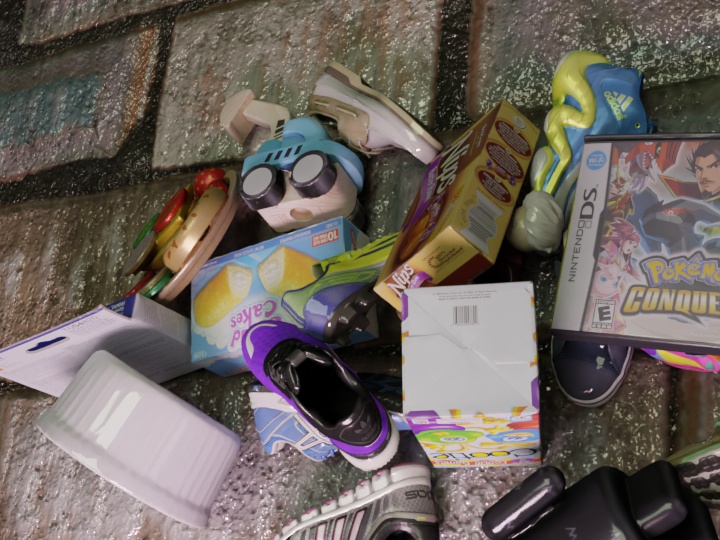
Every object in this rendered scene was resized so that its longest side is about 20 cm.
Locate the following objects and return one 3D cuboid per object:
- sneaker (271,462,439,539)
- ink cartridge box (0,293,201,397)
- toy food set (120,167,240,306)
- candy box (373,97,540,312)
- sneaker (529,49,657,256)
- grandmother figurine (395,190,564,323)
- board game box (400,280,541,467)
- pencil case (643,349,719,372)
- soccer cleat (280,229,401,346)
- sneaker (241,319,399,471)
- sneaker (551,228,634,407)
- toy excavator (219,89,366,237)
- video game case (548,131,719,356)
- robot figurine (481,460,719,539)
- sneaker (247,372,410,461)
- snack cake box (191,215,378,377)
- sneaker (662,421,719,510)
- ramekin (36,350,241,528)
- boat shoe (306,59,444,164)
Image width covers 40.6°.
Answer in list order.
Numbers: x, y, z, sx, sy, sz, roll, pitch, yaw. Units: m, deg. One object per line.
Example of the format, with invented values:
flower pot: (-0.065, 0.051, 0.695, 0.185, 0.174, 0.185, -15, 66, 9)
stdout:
sneaker: (-0.008, 0.261, 0.899, 0.199, 0.074, 0.088, -33, 52, 9)
ink cartridge box: (-0.287, 0.084, 1.055, 0.197, 0.200, 0.041, -20, 62, 21)
toy food set: (-0.206, -0.035, 1.094, 0.198, 0.048, 0.201, -44, 23, 23)
candy box: (0.093, -0.059, 0.899, 0.117, 0.056, 0.201, -40, 18, 45)
sneaker: (0.220, -0.108, 0.915, 0.104, 0.076, 0.203, 9, 86, 20)
grandmother figurine: (0.113, 0.005, 0.900, 0.200, 0.060, 0.122, -47, 45, 31)
board game box: (0.098, 0.095, 0.815, 0.103, 0.200, 0.105, -4, 68, 10)
pencil case: (0.295, -0.012, 0.823, 0.088, 0.088, 0.202, 17, 77, 33)
soccer cleat: (0.000, -0.001, 0.940, 0.083, 0.200, 0.065, 28, 129, 19)
sneaker: (-0.048, 0.091, 0.885, 0.199, 0.100, 0.070, 35, 78, 35)
sneaker: (0.209, 0.017, 0.870, 0.078, 0.079, 0.203, 7, 76, 31)
toy excavator: (-0.081, -0.132, 1.098, 0.192, 0.100, 0.202, -10, 53, 26)
video game case: (0.262, -0.025, 0.786, 0.198, 0.025, 0.183, 4, 72, 34)
robot figurine: (0.181, 0.237, 0.764, 0.199, 0.124, 0.151, -39, 58, 18)
sneaker: (-0.018, 0.145, 0.964, 0.197, 0.075, 0.078, -1, 96, 27)
snack cake box: (-0.084, 0.032, 1.039, 0.198, 0.067, 0.117, -17, 62, 24)
sneaker: (0.326, 0.122, 0.781, 0.199, 0.077, 0.089, -30, 28, 18)
ramekin: (-0.217, 0.166, 0.989, 0.199, 0.201, 0.098, 24, 75, 34)
boat shoe: (0.013, -0.158, 1.059, 0.069, 0.074, 0.200, -53, 46, 6)
